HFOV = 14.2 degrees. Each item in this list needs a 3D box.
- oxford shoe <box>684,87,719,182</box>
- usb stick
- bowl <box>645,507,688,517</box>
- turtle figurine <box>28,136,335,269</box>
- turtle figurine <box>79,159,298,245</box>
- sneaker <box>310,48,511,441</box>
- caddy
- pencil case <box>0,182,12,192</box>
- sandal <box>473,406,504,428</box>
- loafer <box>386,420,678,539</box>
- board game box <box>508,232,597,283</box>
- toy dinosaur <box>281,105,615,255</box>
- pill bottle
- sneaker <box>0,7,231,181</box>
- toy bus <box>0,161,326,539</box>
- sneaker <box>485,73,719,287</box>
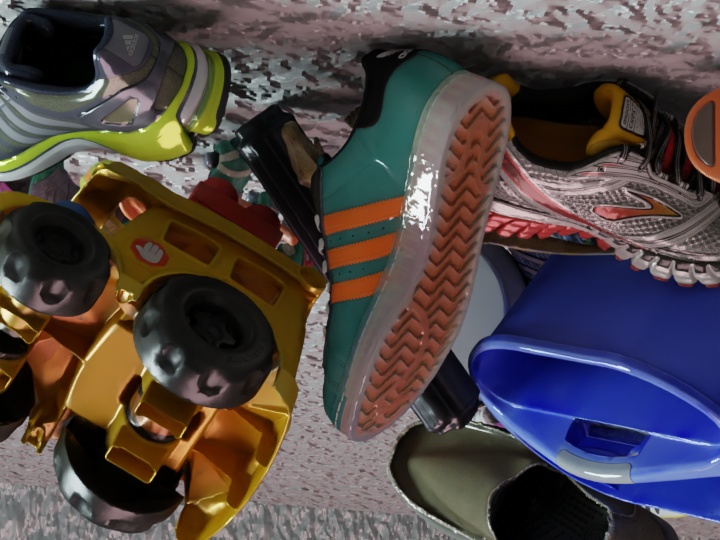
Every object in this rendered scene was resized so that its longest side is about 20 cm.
[{"bbox_3d":[0.259,-0.060,1.413,0.199,0.072,0.073,2,174,8],"label":"oxford shoe"},{"bbox_3d":[0.000,0.000,1.549,0.033,0.200,0.055,-33,-175,21],"label":"usb stick"},{"bbox_3d":[0.211,0.047,1.801,0.200,0.201,0.094,-8,132,49],"label":"bowl"},{"bbox_3d":[-0.090,-0.027,1.659,0.199,0.101,0.150,13,163,-3],"label":"turtle figurine"},{"bbox_3d":[-0.145,0.007,1.587,0.199,0.162,0.064,17,-161,0],"label":"turtle figurine"},{"bbox_3d":[0.012,-0.016,1.441,0.080,0.201,0.071,29,-159,32],"label":"sneaker"},{"bbox_3d":[0.149,0.070,1.535,0.200,0.105,0.141,9,146,48],"label":"caddy"},{"bbox_3d":[-0.205,-0.004,1.841,0.093,0.091,0.200,-1,166,29],"label":"pencil case"},{"bbox_3d":[0.115,0.097,1.776,0.082,0.050,0.203,-19,175,-7],"label":"sandal"},{"bbox_3d":[0.091,0.126,1.652,0.200,0.075,0.070,19,167,37],"label":"loafer"},{"bbox_3d":[0.183,0.029,1.638,0.200,0.062,0.200,8,146,35],"label":"board game box"},{"bbox_3d":[0.039,-0.035,1.522,0.199,0.058,0.101,18,-155,-18],"label":"toy dinosaur"},{"bbox_3d":[0.045,0.028,1.703,0.115,0.116,0.200,3,178,7],"label":"pill bottle"},{"bbox_3d":[-0.158,-0.096,1.424,0.200,0.074,0.081,-7,149,39],"label":"sneaker"},{"bbox_3d":[-0.119,0.011,1.482,0.200,0.192,0.136,30,130,-7],"label":"toy bus"},{"bbox_3d":[0.139,-0.049,1.457,0.199,0.078,0.082,9,142,-7],"label":"sneaker"}]
